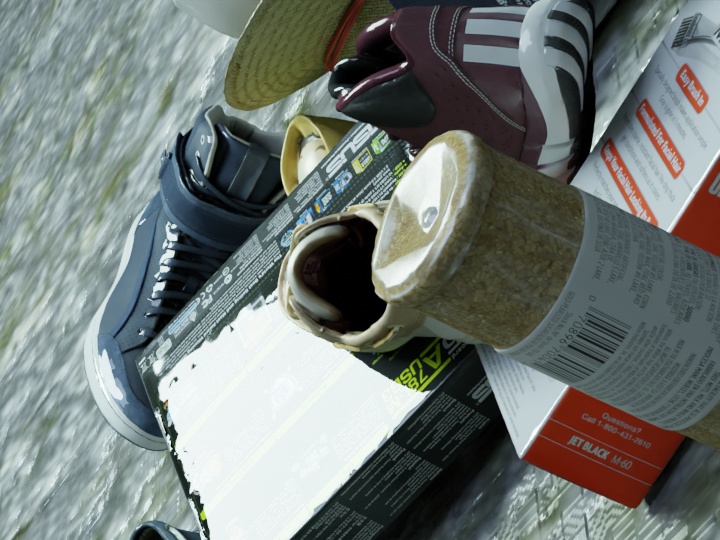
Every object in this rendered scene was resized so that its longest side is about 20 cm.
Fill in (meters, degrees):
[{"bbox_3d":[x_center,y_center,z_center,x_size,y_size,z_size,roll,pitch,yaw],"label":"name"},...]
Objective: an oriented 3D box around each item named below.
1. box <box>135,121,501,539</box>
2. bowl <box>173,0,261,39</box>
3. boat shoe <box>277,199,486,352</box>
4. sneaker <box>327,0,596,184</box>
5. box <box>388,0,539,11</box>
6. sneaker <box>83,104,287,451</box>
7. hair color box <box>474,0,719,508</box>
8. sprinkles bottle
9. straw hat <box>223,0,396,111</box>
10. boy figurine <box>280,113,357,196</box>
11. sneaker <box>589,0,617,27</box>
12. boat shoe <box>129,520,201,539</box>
[{"bbox_3d":[-0.013,0.042,1.406,0.200,0.047,0.193,-47,40,16],"label":"box"},{"bbox_3d":[0.005,-0.209,1.602,0.200,0.075,0.200,-54,-10,25],"label":"bowl"},{"bbox_3d":[0.000,0.000,1.291,0.200,0.069,0.074,174,100,-65],"label":"boat shoe"},{"bbox_3d":[0.044,-0.065,1.285,0.200,0.115,0.076,85,-165,-60],"label":"sneaker"},{"bbox_3d":[0.111,-0.210,1.277,0.197,0.117,0.200,-44,8,-32],"label":"box"},{"bbox_3d":[-0.096,-0.005,1.698,0.146,0.077,0.203,-49,26,43],"label":"sneaker"},{"bbox_3d":[0.131,-0.015,1.199,0.200,0.064,0.111,-59,21,19],"label":"hair color box"},{"bbox_3d":[0.103,0.018,1.038,0.068,0.200,0.068,-49,27,35],"label":"sprinkles bottle"},{"bbox_3d":[0.027,-0.134,1.519,0.201,0.085,0.201,-44,-13,-13],"label":"straw hat"},{"bbox_3d":[-0.021,0.004,1.535,0.124,0.064,0.200,-30,45,58],"label":"boy figurine"},{"bbox_3d":[0.106,-0.170,1.434,0.088,0.075,0.200,6,78,54],"label":"sneaker"},{"bbox_3d":[-0.086,0.197,1.480,0.075,0.062,0.200,-52,25,26],"label":"boat shoe"}]
